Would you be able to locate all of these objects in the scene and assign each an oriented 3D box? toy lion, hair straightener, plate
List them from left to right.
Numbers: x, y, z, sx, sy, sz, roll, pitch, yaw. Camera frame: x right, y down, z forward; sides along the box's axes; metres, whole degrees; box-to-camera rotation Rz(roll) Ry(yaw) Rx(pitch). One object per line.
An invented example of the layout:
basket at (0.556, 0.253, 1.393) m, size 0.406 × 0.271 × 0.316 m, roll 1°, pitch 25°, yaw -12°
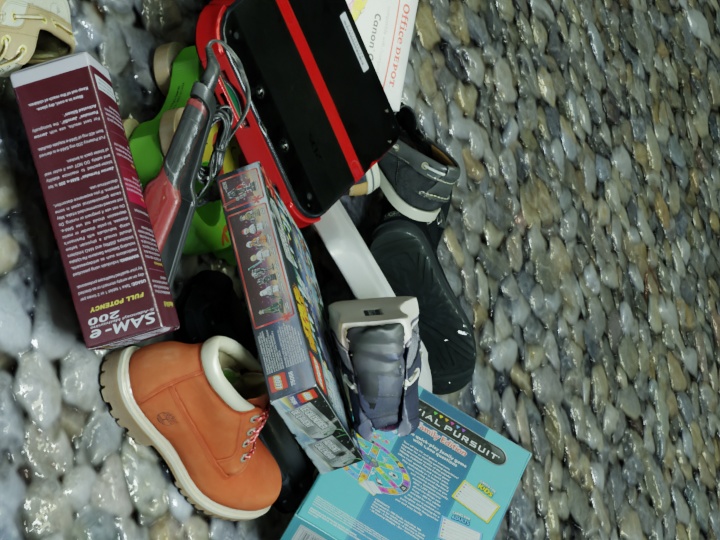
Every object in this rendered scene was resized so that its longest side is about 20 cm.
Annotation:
hair straightener at (-0.130, -0.076, 1.559) m, size 0.077 × 0.041 × 0.202 m, roll 6°, pitch 102°, yaw -62°
toy lion at (-0.119, -0.082, 1.687) m, size 0.201 × 0.068 × 0.193 m, roll -68°, pitch 142°, yaw -53°
plate at (0.000, 0.000, 1.796) m, size 0.200 × 0.032 × 0.200 m, roll 58°, pitch 1°, yaw -33°

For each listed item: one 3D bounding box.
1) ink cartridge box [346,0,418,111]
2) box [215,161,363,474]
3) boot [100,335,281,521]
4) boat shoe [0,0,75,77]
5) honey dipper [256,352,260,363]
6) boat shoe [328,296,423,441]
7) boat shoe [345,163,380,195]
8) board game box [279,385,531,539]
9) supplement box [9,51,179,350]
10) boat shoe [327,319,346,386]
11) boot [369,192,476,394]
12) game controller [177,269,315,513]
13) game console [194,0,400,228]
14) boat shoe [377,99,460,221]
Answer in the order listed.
ink cartridge box at (-0.019, -0.208, 1.790) m, size 0.199 × 0.067 × 0.118 m, roll 16°, pitch 81°, yaw -39°
box at (-0.053, 0.036, 1.556) m, size 0.137 × 0.040 × 0.201 m, roll 60°, pitch 12°, yaw -59°
boot at (-0.097, 0.119, 1.543) m, size 0.200 × 0.106 × 0.076 m, roll 50°, pitch 32°, yaw -43°
boat shoe at (-0.254, -0.168, 1.436) m, size 0.067 × 0.074 × 0.200 m, roll 66°, pitch 25°, yaw -2°
honey dipper at (-0.070, 0.049, 1.650) m, size 0.038 × 0.038 × 0.200 m, roll 62°, pitch 14°, yaw -22°
boat shoe at (0.012, 0.074, 1.587) m, size 0.200 × 0.074 × 0.094 m, roll -60°, pitch 145°, yaw -83°
boat shoe at (-0.040, -0.159, 1.871) m, size 0.075 × 0.062 × 0.202 m, roll -165°, pitch -124°, yaw -80°
board game box at (0.039, 0.185, 1.659) m, size 0.150 × 0.047 × 0.200 m, roll 31°, pitch 40°, yaw 0°
supplement box at (-0.188, -0.046, 1.471) m, size 0.109 × 0.060 × 0.202 m, roll 57°, pitch 16°, yaw -87°
boat shoe at (-0.023, 0.061, 1.712) m, size 0.200 × 0.072 × 0.063 m, roll 26°, pitch 79°, yaw -85°
boot at (0.067, -0.005, 1.989) m, size 0.169 × 0.076 × 0.201 m, roll -76°, pitch 149°, yaw -56°
game controller at (-0.089, 0.097, 1.663) m, size 0.105 × 0.042 × 0.201 m, roll -85°, pitch 150°, yaw -66°
game console at (-0.050, -0.154, 1.693) m, size 0.177 × 0.031 × 0.201 m, roll -48°, pitch 121°, yaw -46°
boat shoe at (0.027, -0.137, 1.929) m, size 0.071 × 0.068 × 0.201 m, roll -6°, pitch 49°, yaw -41°
